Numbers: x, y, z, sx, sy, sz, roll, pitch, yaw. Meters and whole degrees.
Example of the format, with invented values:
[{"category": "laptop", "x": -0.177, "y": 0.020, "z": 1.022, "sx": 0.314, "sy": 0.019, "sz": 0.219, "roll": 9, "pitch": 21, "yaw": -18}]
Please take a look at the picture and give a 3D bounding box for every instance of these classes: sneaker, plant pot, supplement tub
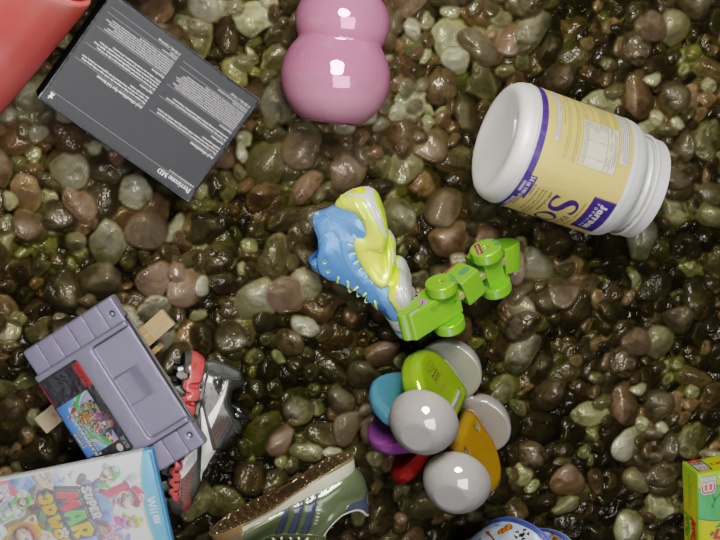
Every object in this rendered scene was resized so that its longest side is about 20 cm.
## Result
[{"category": "sneaker", "x": 0.000, "y": 0.000, "z": 1.683, "sx": 0.105, "sy": 0.076, "sz": 0.201, "roll": -16, "pitch": 108, "yaw": 9}, {"category": "sneaker", "x": -0.078, "y": 0.308, "z": 1.730, "sx": 0.200, "sy": 0.067, "sz": 0.090, "roll": -29, "pitch": 103, "yaw": -9}, {"category": "plant pot", "x": -0.405, "y": -0.254, "z": 1.454, "sx": 0.200, "sy": 0.201, "sz": 0.178, "roll": 29, "pitch": 104, "yaw": -19}, {"category": "supplement tub", "x": 0.247, "y": -0.125, "z": 1.665, "sx": 0.199, "sy": 0.145, "sz": 0.146, "roll": 17, "pitch": 99, "yaw": -17}, {"category": "sneaker", "x": -0.185, "y": 0.197, "z": 1.674, "sx": 0.097, "sy": 0.071, "sz": 0.201, "roll": 9, "pitch": 100, "yaw": -14}]

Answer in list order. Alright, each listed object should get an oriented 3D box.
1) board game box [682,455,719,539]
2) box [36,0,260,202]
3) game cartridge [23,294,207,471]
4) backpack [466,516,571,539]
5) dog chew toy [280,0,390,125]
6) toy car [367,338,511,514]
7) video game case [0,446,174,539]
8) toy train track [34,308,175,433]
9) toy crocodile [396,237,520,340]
[{"category": "board game box", "x": 0.488, "y": 0.349, "z": 1.894, "sx": 0.101, "sy": 0.048, "sz": 0.201, "roll": -8, "pitch": 105, "yaw": -12}, {"category": "box", "x": -0.235, "y": -0.192, "z": 1.563, "sx": 0.200, "sy": 0.079, "sz": 0.141, "roll": 36, "pitch": 90, "yaw": -20}, {"category": "game cartridge", "x": -0.281, "y": 0.145, "z": 1.615, "sx": 0.129, "sy": 0.038, "sz": 0.200, "roll": -32, "pitch": 94, "yaw": 3}, {"category": "backpack", "x": 0.206, "y": 0.402, "z": 1.768, "sx": 0.154, "sy": 0.200, "sz": 0.191, "roll": -38, "pitch": 104, "yaw": -35}, {"category": "dog chew toy", "x": -0.022, "y": -0.265, "z": 1.580, "sx": 0.124, "sy": 0.125, "sz": 0.201, "roll": 6, "pitch": 94, "yaw": -15}, {"category": "toy car", "x": 0.083, "y": 0.193, "z": 1.712, "sx": 0.150, "sy": 0.175, "sz": 0.200, "roll": -18, "pitch": 112, "yaw": 29}, {"category": "video game case", "x": -0.318, "y": 0.288, "z": 1.605, "sx": 0.199, "sy": 0.018, "sz": 0.144, "roll": -11, "pitch": 98, "yaw": -1}, {"category": "toy train track", "x": -0.295, "y": 0.116, "z": 1.645, "sx": 0.200, "sy": 0.033, "sz": 0.115, "roll": -40, "pitch": 93, "yaw": 7}, {"category": "toy crocodile", "x": 0.119, "y": 0.018, "z": 1.681, "sx": 0.200, "sy": 0.062, "sz": 0.068, "roll": -36, "pitch": 125, "yaw": -24}]
